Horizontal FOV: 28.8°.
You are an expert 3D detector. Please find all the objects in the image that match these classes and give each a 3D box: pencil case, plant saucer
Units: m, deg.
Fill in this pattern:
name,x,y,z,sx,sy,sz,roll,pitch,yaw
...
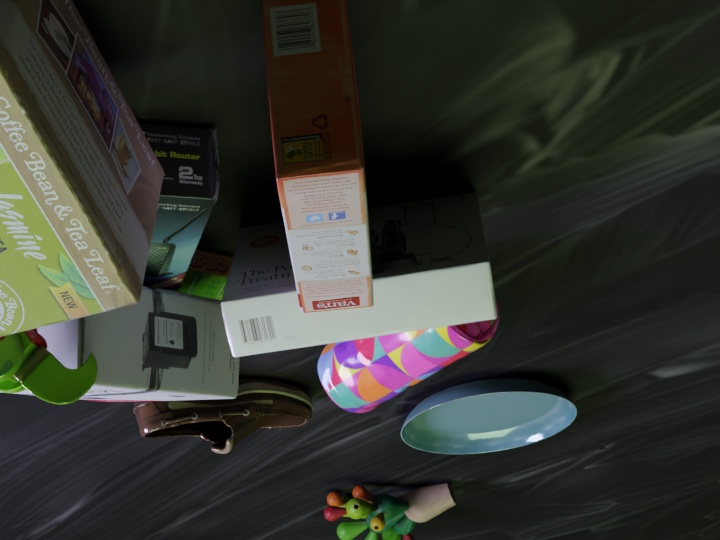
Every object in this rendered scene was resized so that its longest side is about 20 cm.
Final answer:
name,x,y,z,sx,sy,sz,roll,pitch,yaw
pencil case,0.042,0.061,1.296,0.088,0.088,0.200,13,146,-34
plant saucer,0.143,0.163,1.586,0.200,0.027,0.200,-5,153,-3

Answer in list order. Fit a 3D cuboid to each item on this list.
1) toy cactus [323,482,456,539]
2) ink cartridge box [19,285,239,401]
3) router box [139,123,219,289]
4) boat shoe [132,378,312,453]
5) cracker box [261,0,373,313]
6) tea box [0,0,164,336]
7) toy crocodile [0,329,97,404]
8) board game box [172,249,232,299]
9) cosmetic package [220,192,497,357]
name,x,y,z,sx,sy,sz,roll,pitch,yaw
toy cactus,0.045,0.328,1.845,0.165,0.102,0.200,-22,143,9
ink cartridge box,-0.210,0.057,1.102,0.145,0.083,0.200,-4,171,30
router box,-0.214,-0.048,1.028,0.200,0.062,0.150,3,152,-17
boat shoe,-0.141,0.155,1.448,0.202,0.075,0.075,8,151,-28
cracker box,-0.027,-0.073,0.939,0.058,0.134,0.200,-6,154,0
tea box,-0.248,-0.071,0.826,0.197,0.134,0.200,-14,130,13
toy crocodile,-0.268,0.027,0.967,0.062,0.200,0.068,-50,170,-10
board game box,-0.120,0.020,1.232,0.200,0.030,0.096,15,148,-32
cosmetic package,0.000,0.000,1.087,0.200,0.151,0.052,-9,111,4
